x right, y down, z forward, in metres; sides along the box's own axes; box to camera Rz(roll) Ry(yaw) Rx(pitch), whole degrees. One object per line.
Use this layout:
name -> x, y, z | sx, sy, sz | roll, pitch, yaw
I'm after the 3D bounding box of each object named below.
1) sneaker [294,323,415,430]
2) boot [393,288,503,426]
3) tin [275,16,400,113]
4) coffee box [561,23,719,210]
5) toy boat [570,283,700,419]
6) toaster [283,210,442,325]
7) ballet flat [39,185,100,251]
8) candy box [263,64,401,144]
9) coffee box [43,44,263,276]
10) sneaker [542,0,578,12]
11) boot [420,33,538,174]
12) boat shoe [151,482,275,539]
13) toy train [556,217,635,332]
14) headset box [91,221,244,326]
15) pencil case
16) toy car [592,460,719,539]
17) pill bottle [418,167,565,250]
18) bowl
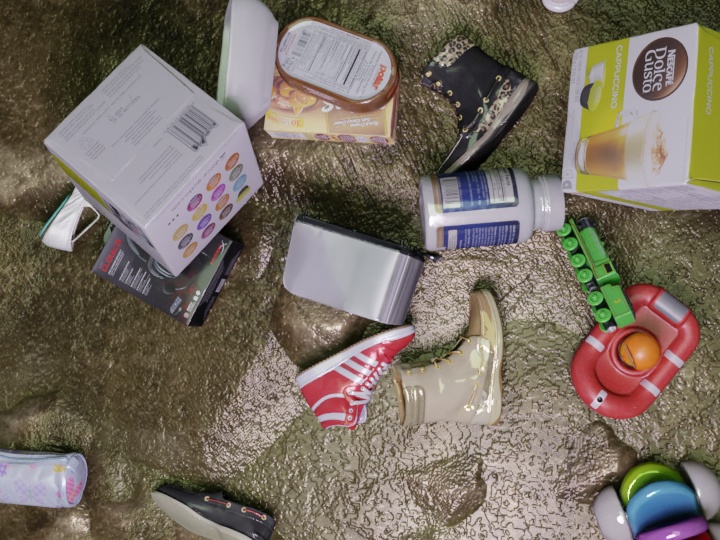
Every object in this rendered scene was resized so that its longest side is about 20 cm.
sneaker -> 0.010, 0.164, 1.405 | 0.200, 0.071, 0.113 | -29, 78, 13
boot -> 0.125, 0.127, 1.373 | 0.155, 0.073, 0.201 | -1, 91, -8
tin -> -0.038, -0.308, 1.414 | 0.200, 0.042, 0.112 | 23, 87, 13
coffee box -> 0.415, -0.192, 1.258 | 0.198, 0.200, 0.200 | 2, 86, 53
toy boat -> 0.384, 0.115, 1.319 | 0.130, 0.131, 0.200 | 38, 92, 10
toaster -> 0.000, 0.000, 1.367 | 0.199, 0.181, 0.119 | 17, 91, 11
ballet flat -> -0.436, -0.117, 1.509 | 0.069, 0.069, 0.200 | 34, 95, 10
candy box -> -0.042, -0.261, 1.455 | 0.199, 0.055, 0.116 | 5, 85, 9
coffee box -> -0.286, -0.151, 1.349 | 0.200, 0.198, 0.200 | 38, 75, 14
sneaker -> 0.325, -0.489, 1.405 | 0.074, 0.080, 0.201 | 15, 87, 11
boot -> 0.149, -0.243, 1.416 | 0.151, 0.073, 0.200 | 44, 103, 15
boat shoe -> -0.224, 0.368, 1.433 | 0.201, 0.074, 0.063 | 18, 52, 20
toy train -> 0.333, 0.001, 1.340 | 0.056, 0.042, 0.200 | -24, 51, 13
headset box -> -0.306, -0.024, 1.468 | 0.200, 0.077, 0.149 | 29, 90, 8
pencil case -> -0.529, 0.317, 1.471 | 0.199, 0.083, 0.091 | 4, 108, 8
toy car -> 0.422, 0.362, 1.283 | 0.175, 0.150, 0.201 | -19, 83, 7
pill bottle -> 0.187, -0.091, 1.365 | 0.199, 0.111, 0.111 | -5, 85, 0
bowl -> -0.172, -0.303, 1.418 | 0.074, 0.200, 0.201 | 6, 88, -12
